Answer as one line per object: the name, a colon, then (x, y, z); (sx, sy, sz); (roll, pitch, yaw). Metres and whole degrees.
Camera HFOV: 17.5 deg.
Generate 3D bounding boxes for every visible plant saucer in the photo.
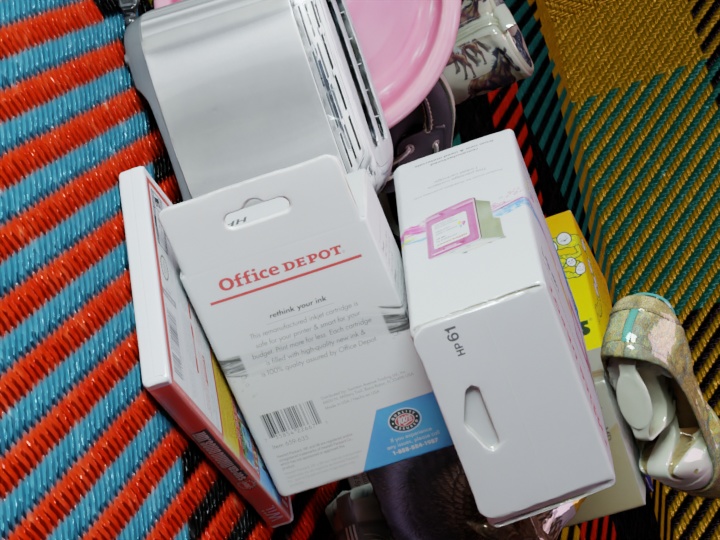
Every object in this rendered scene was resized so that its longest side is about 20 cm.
plant saucer: (-0.034, -0.180, 1.515); (0.051, 0.199, 0.202); (-84, 155, -72)

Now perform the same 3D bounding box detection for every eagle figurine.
eagle figurine: (0.088, 0.176, 1.519); (0.200, 0.150, 0.153); (-172, -96, -68)

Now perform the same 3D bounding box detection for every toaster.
toaster: (-0.061, -0.106, 1.450); (0.114, 0.128, 0.202); (-50, 122, -78)

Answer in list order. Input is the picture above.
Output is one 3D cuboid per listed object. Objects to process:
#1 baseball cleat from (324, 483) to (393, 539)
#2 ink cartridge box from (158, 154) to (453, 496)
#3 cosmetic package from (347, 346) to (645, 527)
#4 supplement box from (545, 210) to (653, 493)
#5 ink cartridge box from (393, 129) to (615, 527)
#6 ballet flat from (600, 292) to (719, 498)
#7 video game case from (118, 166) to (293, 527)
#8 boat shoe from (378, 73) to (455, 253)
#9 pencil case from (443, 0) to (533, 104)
baseball cleat: (0.033, 0.201, 1.598); (0.200, 0.069, 0.107); (53, 23, -61)
ink cartridge box: (-0.029, 0.020, 1.359); (0.067, 0.115, 0.201); (-86, 156, -62)
cosmetic package: (0.095, 0.136, 1.659); (0.071, 0.198, 0.106); (-72, 142, -71)
supplement box: (0.143, 0.076, 1.791); (0.110, 0.108, 0.201); (57, 19, -54)
ink cartridge box: (0.083, 0.031, 1.381); (0.201, 0.084, 0.145); (-92, 161, -61)
ballet flat: (0.211, 0.105, 1.621); (0.071, 0.070, 0.201); (-93, 162, -52)
video game case: (-0.089, 0.048, 1.368); (0.200, 0.017, 0.144); (56, 20, -55)
boat shoe: (0.032, -0.077, 1.639); (0.201, 0.072, 0.063); (77, 15, -49)
pencil case: (0.039, -0.155, 1.825); (0.078, 0.199, 0.089); (70, 17, 6)
